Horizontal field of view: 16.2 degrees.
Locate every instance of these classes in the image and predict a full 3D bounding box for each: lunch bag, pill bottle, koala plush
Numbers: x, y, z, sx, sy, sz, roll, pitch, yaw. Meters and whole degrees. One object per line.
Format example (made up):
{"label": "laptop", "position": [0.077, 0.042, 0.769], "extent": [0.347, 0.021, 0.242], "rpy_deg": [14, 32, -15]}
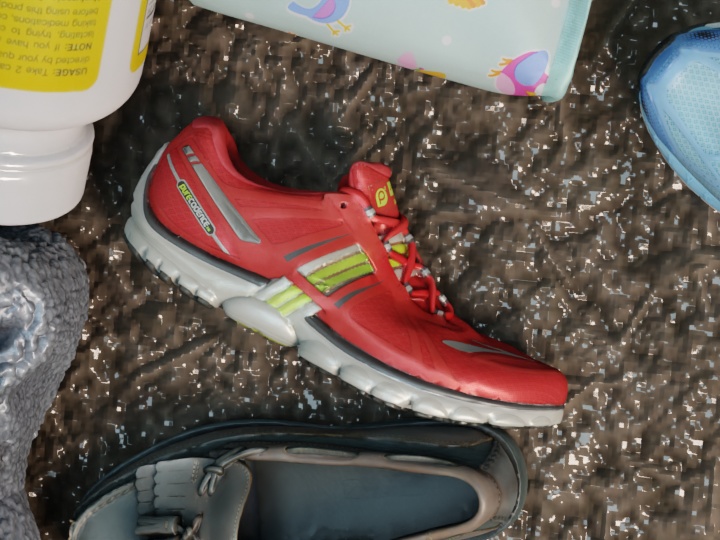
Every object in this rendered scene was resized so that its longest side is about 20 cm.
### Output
{"label": "lunch bag", "position": [0.027, -0.181, 0.976], "extent": [0.169, 0.122, 0.201], "rpy_deg": [17, 98, 1]}
{"label": "pill bottle", "position": [-0.131, -0.124, 0.983], "extent": [0.111, 0.111, 0.201], "rpy_deg": [18, 117, 9]}
{"label": "koala plush", "position": [-0.180, 0.094, 1.022], "extent": [0.183, 0.177, 0.201], "rpy_deg": [-14, 89, -12]}

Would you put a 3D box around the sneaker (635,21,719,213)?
{"label": "sneaker", "position": [0.192, -0.026, 0.976], "extent": [0.200, 0.090, 0.079], "rpy_deg": [39, 101, 6]}

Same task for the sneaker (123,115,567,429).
{"label": "sneaker", "position": [0.000, 0.000, 1.025], "extent": [0.199, 0.077, 0.085], "rpy_deg": [28, 94, 7]}

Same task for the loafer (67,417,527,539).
{"label": "loafer", "position": [-0.032, 0.097, 1.043], "extent": [0.199, 0.063, 0.072], "rpy_deg": [-11, 93, 12]}
